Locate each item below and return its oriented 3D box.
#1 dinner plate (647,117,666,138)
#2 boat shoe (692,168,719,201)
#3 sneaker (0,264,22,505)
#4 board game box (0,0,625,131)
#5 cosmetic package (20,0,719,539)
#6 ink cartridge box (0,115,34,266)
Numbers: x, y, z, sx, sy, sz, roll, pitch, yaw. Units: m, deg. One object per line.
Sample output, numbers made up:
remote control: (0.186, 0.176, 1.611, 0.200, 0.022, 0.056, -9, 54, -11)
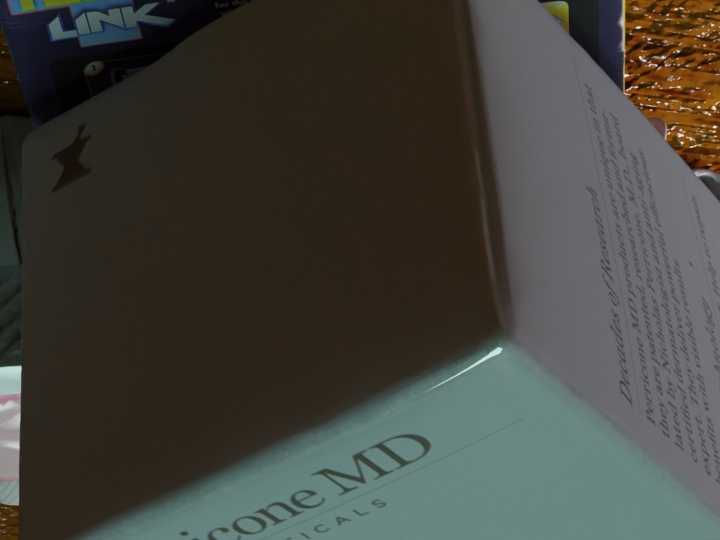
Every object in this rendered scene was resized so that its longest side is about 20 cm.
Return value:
dinner plate: (0.059, 0.003, 0.969, 0.024, 0.200, 0.200, 40, 136, -5)
boat shoe: (0.128, 0.003, 1.001, 0.066, 0.072, 0.200, -49, 172, 29)
sneaker: (-0.171, 0.046, 0.848, 0.200, 0.076, 0.105, 2, 140, -15)
board game box: (-0.013, -0.077, 0.737, 0.199, 0.057, 0.166, -7, 142, 0)
cosmetic package: (0.019, 0.033, 0.691, 0.167, 0.167, 0.200, -26, 138, 24)
ink cartridge box: (-0.127, 0.023, 0.980, 0.146, 0.083, 0.200, 5, 147, -33)
